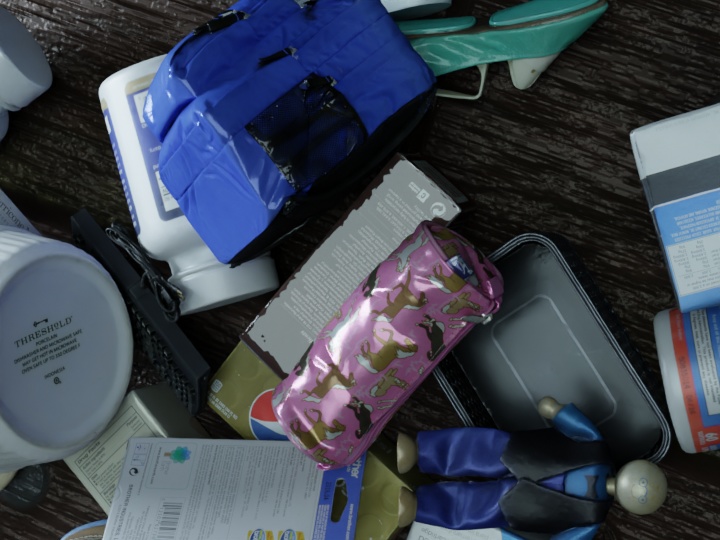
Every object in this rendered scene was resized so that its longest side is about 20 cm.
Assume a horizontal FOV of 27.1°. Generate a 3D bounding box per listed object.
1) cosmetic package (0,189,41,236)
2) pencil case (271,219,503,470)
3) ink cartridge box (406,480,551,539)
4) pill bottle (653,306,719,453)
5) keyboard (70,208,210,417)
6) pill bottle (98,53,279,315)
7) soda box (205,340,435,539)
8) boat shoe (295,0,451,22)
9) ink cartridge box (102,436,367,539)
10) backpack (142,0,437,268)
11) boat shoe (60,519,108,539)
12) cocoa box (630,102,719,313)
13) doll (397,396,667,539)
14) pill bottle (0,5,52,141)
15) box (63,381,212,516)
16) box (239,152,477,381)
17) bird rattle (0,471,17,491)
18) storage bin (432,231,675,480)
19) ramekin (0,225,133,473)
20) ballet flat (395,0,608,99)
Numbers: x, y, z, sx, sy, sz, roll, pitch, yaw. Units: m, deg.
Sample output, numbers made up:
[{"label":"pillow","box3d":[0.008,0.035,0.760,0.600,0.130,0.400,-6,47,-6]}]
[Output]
[{"label":"cosmetic package","box3d":[-0.350,0.034,1.250,0.084,0.108,0.201,-2,48,41]},{"label":"pencil case","box3d":[0.018,0.058,1.128,0.083,0.087,0.200,34,107,-26]},{"label":"ink cartridge box","box3d":[0.089,0.294,1.207,0.145,0.086,0.202,22,96,14]},{"label":"pill bottle","box3d":[0.327,0.065,1.117,0.198,0.112,0.113,-13,88,15]},{"label":"keyboard","box3d":[-0.186,0.024,1.245,0.200,0.020,0.128,47,146,26]},{"label":"pill bottle","box3d":[-0.136,-0.071,1.240,0.119,0.120,0.202,-16,88,15]},{"label":"soda box","box3d":[-0.034,0.142,1.247,0.200,0.064,0.068,41,102,10]},{"label":"boat shoe","box3d":[-0.027,-0.241,1.234,0.198,0.071,0.092,-12,87,9]},{"label":"ink cartridge box","box3d":[-0.096,0.188,1.169,0.198,0.120,0.042,-1,134,10]},{"label":"backpack","box3d":[-0.049,-0.129,1.134,0.199,0.162,0.169,-37,96,-25]},{"label":"boat shoe","box3d":[-0.166,0.243,1.201,0.198,0.072,0.073,2,94,17]},{"label":"cocoa box","box3d":[0.280,-0.052,1.082,0.132,0.200,0.133,-16,88,15]},{"label":"doll","box3d":[0.128,0.163,1.115,0.198,0.048,0.138,-1,82,9]},{"label":"pill bottle","box3d":[-0.373,-0.141,1.307,0.199,0.114,0.115,-33,83,14]},{"label":"box","box3d":[-0.149,0.201,1.274,0.095,0.078,0.200,-41,81,14]},{"label":"box","box3d":[0.000,0.000,1.213,0.075,0.100,0.200,41,101,7]},{"label":"bird rattle","box3d":[-0.381,0.155,1.331,0.161,0.113,0.202,1,95,-1]},{"label":"storage bin","box3d":[0.146,0.082,1.180,0.135,0.094,0.201,-34,82,14]},{"label":"ramekin","box3d":[-0.271,0.065,1.207,0.094,0.201,0.205,0,92,38]},{"label":"ballet flat","box3d":[0.105,-0.177,1.205,0.198,0.067,0.071,-7,112,16]}]
